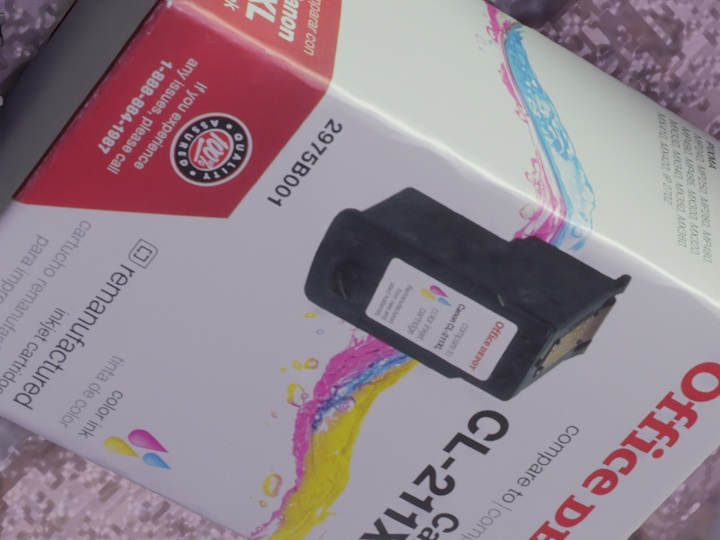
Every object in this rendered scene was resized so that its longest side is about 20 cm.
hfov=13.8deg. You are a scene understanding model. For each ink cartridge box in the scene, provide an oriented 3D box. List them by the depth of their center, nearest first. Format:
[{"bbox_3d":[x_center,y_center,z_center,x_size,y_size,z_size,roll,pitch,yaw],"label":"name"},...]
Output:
[{"bbox_3d":[0.000,0.000,0.807,0.200,0.083,0.146,28,123,-18],"label":"ink cartridge box"}]

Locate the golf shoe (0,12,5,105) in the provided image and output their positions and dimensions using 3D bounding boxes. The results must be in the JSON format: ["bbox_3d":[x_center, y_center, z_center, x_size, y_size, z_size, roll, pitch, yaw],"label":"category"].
[{"bbox_3d":[-0.137,-0.123,0.768,0.094,0.078,0.200,2,105,-11],"label":"golf shoe"}]
